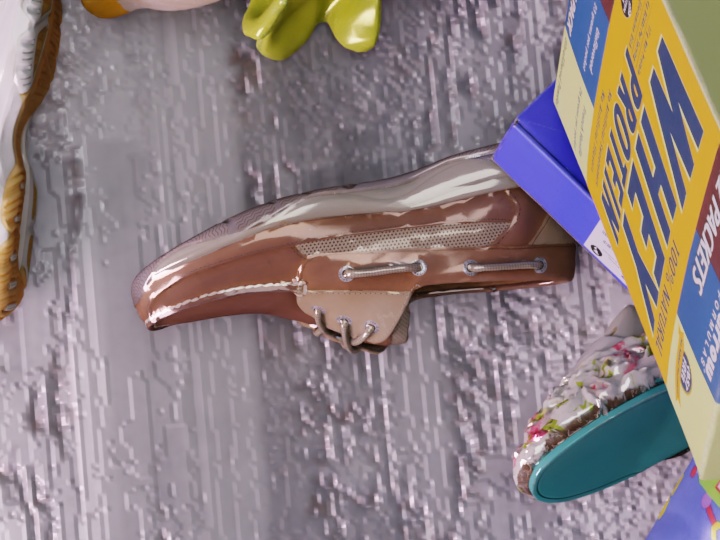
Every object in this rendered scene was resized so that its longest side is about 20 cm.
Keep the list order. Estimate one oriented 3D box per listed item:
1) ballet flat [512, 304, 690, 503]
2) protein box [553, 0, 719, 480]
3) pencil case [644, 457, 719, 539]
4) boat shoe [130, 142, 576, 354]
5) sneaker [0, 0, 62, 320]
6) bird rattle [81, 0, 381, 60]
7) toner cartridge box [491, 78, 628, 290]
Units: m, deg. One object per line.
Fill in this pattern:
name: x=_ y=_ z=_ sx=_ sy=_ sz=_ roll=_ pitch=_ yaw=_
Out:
ballet flat: x=0.148 y=0.035 z=1.062 sx=0.199 sy=0.076 sz=0.064 roll=-25 pitch=52 yaw=-5
protein box: x=0.197 y=-0.053 z=0.911 sx=0.197 sy=0.135 sz=0.201 roll=-7 pitch=49 yaw=-11
pencil case: x=0.164 y=0.112 z=1.010 sx=0.078 sy=0.087 sz=0.201 roll=17 pitch=107 yaw=-28
boat shoe: x=0.000 y=0.000 z=1.061 sx=0.199 sy=0.076 sz=0.072 roll=-15 pitch=85 yaw=2
sneaker: x=-0.181 y=-0.080 z=1.075 sx=0.087 sy=0.076 sz=0.201 roll=8 pitch=84 yaw=3
bird rattle: x=-0.063 y=-0.189 z=1.074 sx=0.162 sy=0.113 sz=0.201 roll=-13 pitch=80 yaw=17
toner cartridge box: x=0.158 y=-0.086 z=1.048 sx=0.095 sy=0.043 sz=0.200 roll=45 pitch=69 yaw=5
